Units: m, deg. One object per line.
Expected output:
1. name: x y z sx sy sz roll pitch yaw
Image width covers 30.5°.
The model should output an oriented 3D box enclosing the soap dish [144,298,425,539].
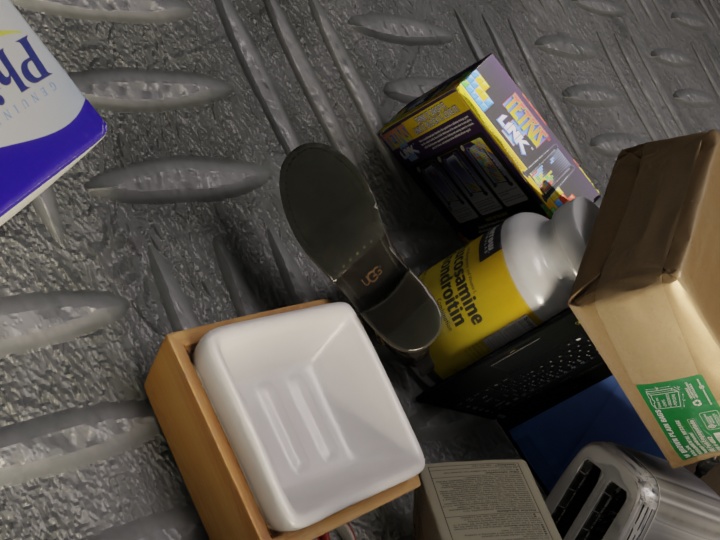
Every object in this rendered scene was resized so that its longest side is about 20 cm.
1. soap dish: -0.052 0.109 0.926 0.199 0.081 0.159 -10 71 -58

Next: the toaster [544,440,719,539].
1. toaster: 0.226 0.231 1.126 0.128 0.202 0.114 24 11 -37

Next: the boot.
1. boot: 0.000 0.000 1.076 0.202 0.069 0.174 58 -4 5

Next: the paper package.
1. paper package: 0.272 0.025 1.078 0.201 0.102 0.192 54 43 -26

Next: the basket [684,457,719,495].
1. basket: 0.308 0.221 1.307 0.180 0.137 0.199 39 31 16

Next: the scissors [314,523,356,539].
1. scissors: 0.013 0.264 0.953 0.202 0.014 0.073 59 28 -1

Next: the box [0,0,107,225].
1. box: -0.276 -0.103 0.766 0.201 0.104 0.184 52 31 -11

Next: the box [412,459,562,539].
1. box: 0.098 0.221 0.947 0.201 0.093 0.079 -105 -164 -66

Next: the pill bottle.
1. pill bottle: 0.131 0.020 1.159 0.112 0.199 0.113 36 36 -32

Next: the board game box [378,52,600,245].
1. board game box: 0.117 -0.104 1.262 0.057 0.200 0.166 -41 99 -19

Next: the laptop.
1. laptop: 0.182 0.131 1.157 0.199 0.176 0.105 19 47 -48
